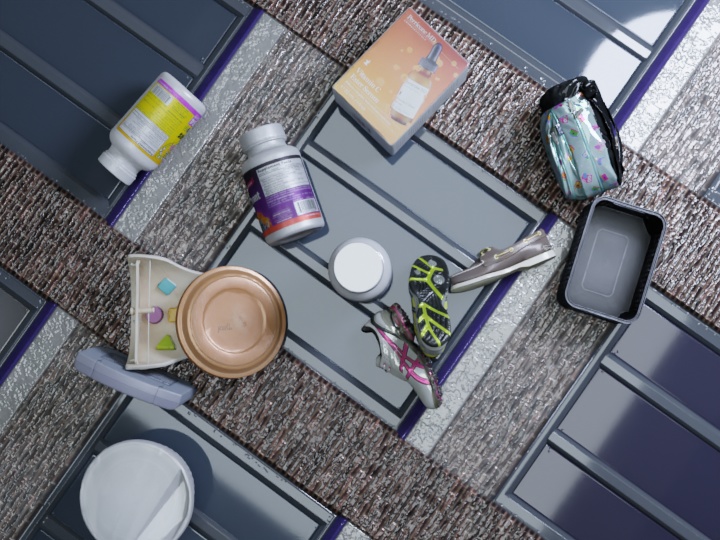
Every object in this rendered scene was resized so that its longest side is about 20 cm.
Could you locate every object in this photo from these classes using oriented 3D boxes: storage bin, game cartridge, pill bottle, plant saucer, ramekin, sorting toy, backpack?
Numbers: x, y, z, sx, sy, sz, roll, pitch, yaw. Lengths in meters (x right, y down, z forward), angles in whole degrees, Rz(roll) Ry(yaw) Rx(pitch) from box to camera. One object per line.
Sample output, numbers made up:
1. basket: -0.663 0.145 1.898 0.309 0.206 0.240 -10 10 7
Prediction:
1. storage bin: 0.440 -0.016 1.647 0.134 0.094 0.201 18 89 3
2. game cartridge: -0.398 0.190 1.654 0.199 0.133 0.041 22 90 4
3. pill bottle: -0.380 -0.252 1.690 0.104 0.104 0.200 42 90 4
4. plant saucer: -0.227 0.091 1.662 0.199 0.032 0.202 3 81 -21
5. ramekin: -0.386 0.398 1.662 0.201 0.094 0.204 0 86 3
6. pill bottle: -0.147 -0.154 1.671 0.111 0.111 0.201 -20 86 1
7. pill bottle: 0.000 0.000 1.612 0.108 0.200 0.110 0 87 3
8. sorting toy: -0.325 0.078 1.679 0.179 0.107 0.201 0 82 -7
9. backpack: 0.386 -0.226 1.641 0.126 0.167 0.201 -19 89 21

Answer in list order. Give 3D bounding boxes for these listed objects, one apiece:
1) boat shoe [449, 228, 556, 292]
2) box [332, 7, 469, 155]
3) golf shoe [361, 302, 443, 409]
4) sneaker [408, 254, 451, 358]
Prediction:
1. boat shoe: 0.246 -0.016 1.668 0.199 0.072 0.060 -20 80 -2
2. box: 0.072 -0.335 1.673 0.152 0.106 0.200 43 90 4
3. golf shoe: 0.077 0.163 1.668 0.092 0.073 0.201 -29 77 5
4. sneaker: 0.118 0.061 1.649 0.075 0.077 0.201 6 54 -2
